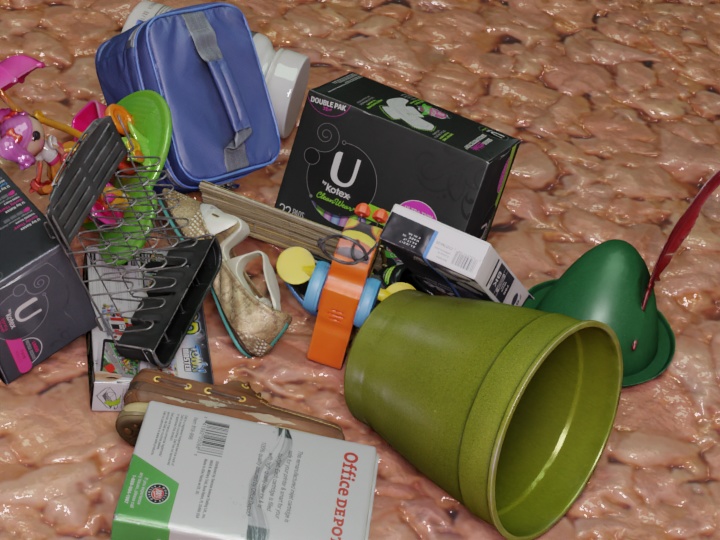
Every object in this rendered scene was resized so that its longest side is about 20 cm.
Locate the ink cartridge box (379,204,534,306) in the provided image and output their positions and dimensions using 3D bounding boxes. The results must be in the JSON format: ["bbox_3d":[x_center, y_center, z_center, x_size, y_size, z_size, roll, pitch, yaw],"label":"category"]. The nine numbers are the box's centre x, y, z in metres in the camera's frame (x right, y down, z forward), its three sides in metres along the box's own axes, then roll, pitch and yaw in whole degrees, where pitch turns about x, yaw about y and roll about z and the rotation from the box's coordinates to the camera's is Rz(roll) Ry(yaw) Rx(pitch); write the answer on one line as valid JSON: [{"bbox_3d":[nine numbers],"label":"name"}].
[{"bbox_3d":[0.091,0.000,1.598,0.099,0.039,0.200,23,-6,22],"label":"ink cartridge box"}]

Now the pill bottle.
[{"bbox_3d":[-0.163,-0.219,1.950,0.199,0.114,0.114,17,36,7],"label":"pill bottle"}]

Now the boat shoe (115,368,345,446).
[{"bbox_3d":[-0.108,0.125,1.526,0.199,0.072,0.068,10,56,-2],"label":"boat shoe"}]

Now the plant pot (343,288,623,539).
[{"bbox_3d":[0.095,0.108,1.546,0.192,0.201,0.200,22,35,33],"label":"plant pot"}]

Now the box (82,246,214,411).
[{"bbox_3d":[-0.200,0.053,1.640,0.110,0.035,0.200,3,37,-13],"label":"box"}]

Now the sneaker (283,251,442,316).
[{"bbox_3d":[0.018,0.019,1.710,0.199,0.083,0.071,21,36,12],"label":"sneaker"}]

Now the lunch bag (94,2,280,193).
[{"bbox_3d":[-0.171,-0.167,1.805,0.136,0.201,0.132,-19,3,-34],"label":"lunch bag"}]

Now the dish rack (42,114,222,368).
[{"bbox_3d":[-0.202,-0.031,1.552,0.054,0.200,0.154,-2,42,25],"label":"dish rack"}]

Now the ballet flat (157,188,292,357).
[{"bbox_3d":[-0.124,-0.010,1.681,0.200,0.065,0.070,58,10,20],"label":"ballet flat"}]

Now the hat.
[{"bbox_3d":[0.256,-0.011,1.741,0.165,0.177,0.200,19,36,10],"label":"hat"}]

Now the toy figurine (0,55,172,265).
[{"bbox_3d":[-0.291,-0.119,1.650,0.184,0.150,0.201,27,39,-38],"label":"toy figurine"}]

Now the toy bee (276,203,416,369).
[{"bbox_3d":[0.000,0.000,1.621,0.131,0.200,0.109,32,53,-12],"label":"toy bee"}]

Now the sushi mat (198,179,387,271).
[{"bbox_3d":[-0.067,-0.036,1.761,0.199,0.096,0.012,20,68,11],"label":"sushi mat"}]

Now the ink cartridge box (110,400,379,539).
[{"bbox_3d":[-0.093,0.199,1.435,0.199,0.083,0.147,12,36,0],"label":"ink cartridge box"}]

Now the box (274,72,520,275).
[{"bbox_3d":[0.037,-0.093,1.794,0.199,0.149,0.124,23,22,14],"label":"box"}]

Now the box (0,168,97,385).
[{"bbox_3d":[-0.341,-0.016,1.595,0.106,0.122,0.200,-34,52,-18],"label":"box"}]
